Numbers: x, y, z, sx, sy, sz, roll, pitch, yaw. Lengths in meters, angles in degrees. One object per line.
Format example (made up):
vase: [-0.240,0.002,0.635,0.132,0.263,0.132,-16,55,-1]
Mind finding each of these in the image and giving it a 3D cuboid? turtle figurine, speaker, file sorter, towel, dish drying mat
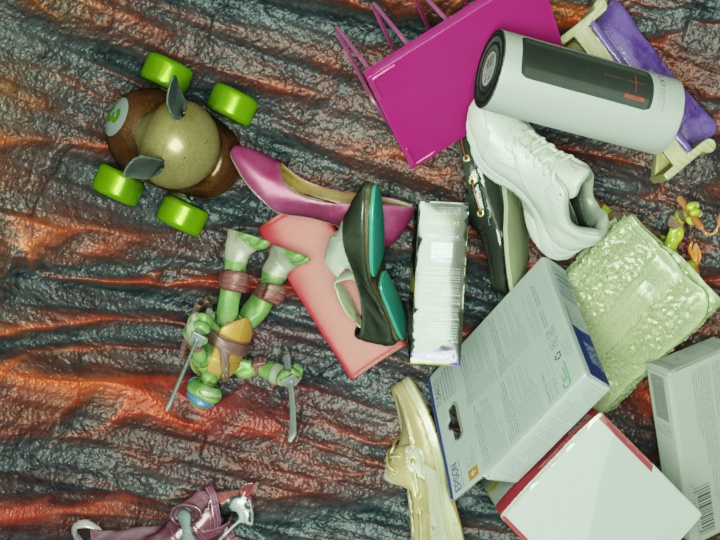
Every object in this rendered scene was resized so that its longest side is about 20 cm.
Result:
turtle figurine: [0.308,-0.028,1.264,0.160,0.064,0.202,26,111,10]
turtle figurine: [-0.113,0.067,1.226,0.143,0.200,0.196,20,88,-10]
speaker: [0.218,-0.175,1.157,0.198,0.081,0.082,13,91,-13]
file sorter: [0.091,-0.238,1.223,0.199,0.139,0.126,-32,47,0]
towel: [0.270,0.050,1.246,0.148,0.036,0.200,42,118,4]
dish drying mat: [-0.032,0.018,1.302,0.076,0.018,0.201,-32,90,1]

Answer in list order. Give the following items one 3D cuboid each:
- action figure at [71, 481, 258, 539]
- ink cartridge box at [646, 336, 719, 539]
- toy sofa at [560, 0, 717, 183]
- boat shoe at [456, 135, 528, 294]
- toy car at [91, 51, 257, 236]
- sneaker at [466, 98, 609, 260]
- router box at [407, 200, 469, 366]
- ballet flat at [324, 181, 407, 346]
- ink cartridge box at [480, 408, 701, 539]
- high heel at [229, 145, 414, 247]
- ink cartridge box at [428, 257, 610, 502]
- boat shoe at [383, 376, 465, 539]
action figure: [-0.194,0.295,1.287,0.200,0.134,0.149,-40,46,-10]
ink cartridge box: [0.402,0.169,1.250,0.175,0.045,0.202,-18,107,-19]
toy sofa: [0.302,-0.199,1.257,0.097,0.083,0.201,-38,89,3]
boat shoe: [0.144,-0.072,1.273,0.062,0.074,0.204,-6,95,24]
toy car: [-0.207,-0.138,1.215,0.157,0.200,0.166,24,91,1]
sneaker: [0.190,-0.106,1.190,0.200,0.099,0.078,50,62,-13]
router box: [0.078,0.012,1.207,0.052,0.200,0.159,3,91,2]
ballet flat: [0.000,0.000,1.225,0.068,0.068,0.202,-2,123,15]
ink cartridge box: [0.229,0.233,1.205,0.145,0.200,0.145,44,89,0]
high heel: [-0.041,-0.089,1.241,0.200,0.067,0.096,40,114,-10]
ink cartridge box: [0.156,0.116,1.194,0.040,0.200,0.200,30,117,-23]
boat shoe: [0.059,0.219,1.272,0.068,0.074,0.202,-16,90,-3]
